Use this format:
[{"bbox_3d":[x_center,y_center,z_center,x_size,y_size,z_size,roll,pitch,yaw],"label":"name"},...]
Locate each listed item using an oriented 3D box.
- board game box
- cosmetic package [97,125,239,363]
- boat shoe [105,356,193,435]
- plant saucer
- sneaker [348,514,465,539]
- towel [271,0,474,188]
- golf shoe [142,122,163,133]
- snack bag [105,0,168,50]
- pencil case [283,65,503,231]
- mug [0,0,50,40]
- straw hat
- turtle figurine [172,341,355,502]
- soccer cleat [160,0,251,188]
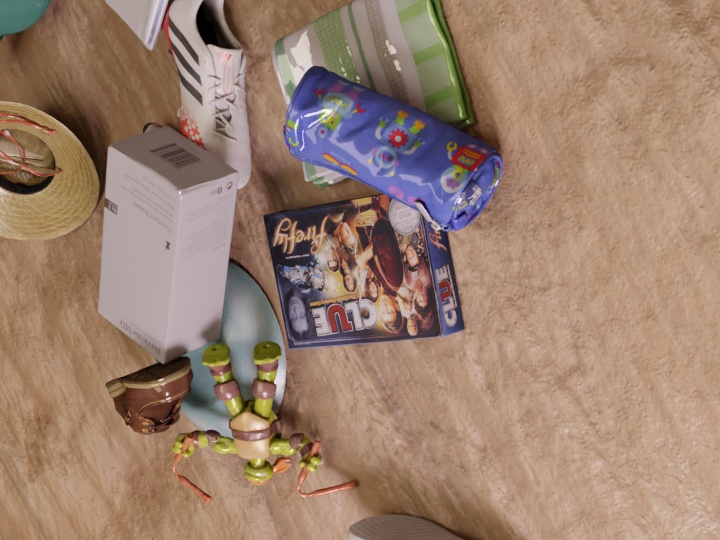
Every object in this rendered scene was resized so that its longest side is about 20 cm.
[{"bbox_3d":[0.000,0.000,1.372,0.199,0.034,0.137,-8,95,42],"label":"board game box"},{"bbox_3d":[-0.191,-0.025,1.436,0.112,0.081,0.202,31,127,32],"label":"cosmetic package"},{"bbox_3d":[-0.208,0.131,1.495,0.200,0.071,0.068,-21,89,68],"label":"boat shoe"},{"bbox_3d":[-0.162,0.086,1.533,0.200,0.039,0.203,11,106,40],"label":"plant saucer"},{"bbox_3d":[0.068,0.304,1.361,0.199,0.072,0.115,16,113,38],"label":"sneaker"},{"bbox_3d":[0.005,-0.172,1.331,0.199,0.031,0.151,-19,88,42],"label":"towel"},{"bbox_3d":[-0.229,-0.059,1.544,0.092,0.072,0.201,48,120,40],"label":"golf shoe"},{"bbox_3d":[-0.231,-0.352,1.475,0.200,0.021,0.190,48,128,40],"label":"snack bag"},{"bbox_3d":[0.025,-0.102,1.263,0.199,0.087,0.078,27,162,17],"label":"pencil case"},{"bbox_3d":[-0.415,-0.327,1.610,0.185,0.114,0.153,-33,79,42],"label":"mug"},{"bbox_3d":[-0.379,-0.135,1.638,0.201,0.200,0.086,-48,27,37],"label":"straw hat"},{"bbox_3d":[-0.099,0.153,1.464,0.198,0.064,0.163,3,113,19],"label":"turtle figurine"},{"bbox_3d":[-0.141,-0.181,1.434,0.085,0.068,0.202,-20,82,50],"label":"soccer cleat"}]
